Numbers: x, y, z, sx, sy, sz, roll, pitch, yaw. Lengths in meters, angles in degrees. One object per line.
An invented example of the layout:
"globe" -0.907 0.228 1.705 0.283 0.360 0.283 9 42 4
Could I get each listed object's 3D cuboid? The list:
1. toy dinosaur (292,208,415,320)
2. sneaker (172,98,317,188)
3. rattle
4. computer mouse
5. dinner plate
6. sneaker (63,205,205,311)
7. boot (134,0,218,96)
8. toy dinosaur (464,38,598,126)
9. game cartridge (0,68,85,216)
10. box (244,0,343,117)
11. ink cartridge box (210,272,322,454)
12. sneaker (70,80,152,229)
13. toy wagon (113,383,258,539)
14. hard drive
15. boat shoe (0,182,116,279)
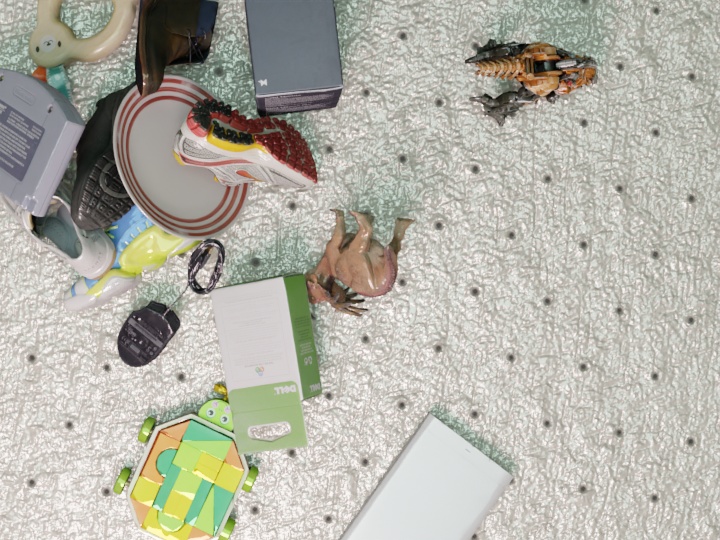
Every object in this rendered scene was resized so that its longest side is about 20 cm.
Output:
"toy dinosaur" 0.000 0.000 1.574 0.085 0.199 0.138 6 92 -32
"sneaker" -0.135 -0.140 1.581 0.198 0.082 0.079 19 45 -35
"rattle" -0.354 -0.288 1.558 0.130 0.143 0.201 39 87 -2
"computer mouse" -0.225 0.038 1.594 0.059 0.034 0.200 41 108 -5
"dinner plate" -0.212 -0.132 1.573 0.198 0.024 0.203 14 68 -40
"sneaker" -0.285 -0.036 1.599 0.199 0.076 0.106 -32 89 -10
"boot" -0.214 -0.271 1.556 0.095 0.202 0.075 5 134 -11
"toy dinosaur" 0.202 -0.242 1.584 0.199 0.135 0.104 24 69 -43
"game cartridge" -0.397 -0.159 1.546 0.199 0.041 0.135 31 101 41
"box" -0.083 -0.293 1.550 0.102 0.182 0.203 -7 91 -3
"ink cartridge box" -0.108 0.111 1.593 0.102 0.059 0.203 -10 90 24
"sneaker" -0.301 -0.130 1.568 0.090 0.076 0.202 -7 51 34
"toy wagon" -0.202 0.235 1.617 0.154 0.040 0.202 25 89 -3
"hard drive" 0.079 0.296 1.638 0.131 0.026 0.201 36 88 -2
"boat shoe" -0.368 -0.068 1.561 0.199 0.069 0.071 37 91 26
